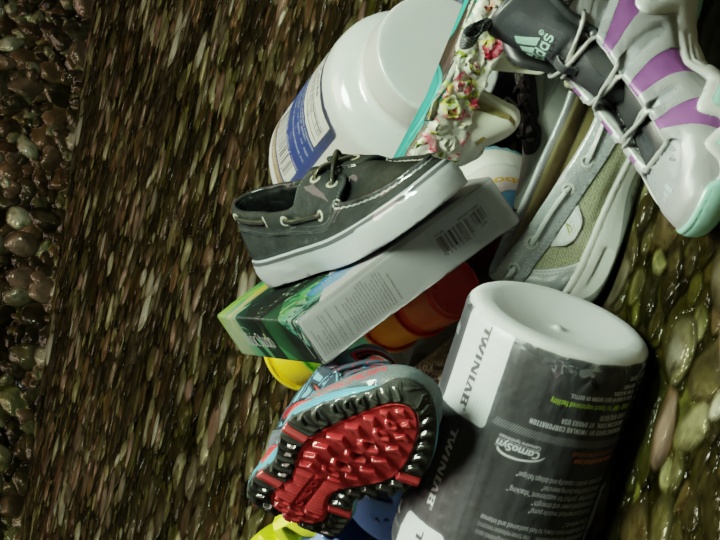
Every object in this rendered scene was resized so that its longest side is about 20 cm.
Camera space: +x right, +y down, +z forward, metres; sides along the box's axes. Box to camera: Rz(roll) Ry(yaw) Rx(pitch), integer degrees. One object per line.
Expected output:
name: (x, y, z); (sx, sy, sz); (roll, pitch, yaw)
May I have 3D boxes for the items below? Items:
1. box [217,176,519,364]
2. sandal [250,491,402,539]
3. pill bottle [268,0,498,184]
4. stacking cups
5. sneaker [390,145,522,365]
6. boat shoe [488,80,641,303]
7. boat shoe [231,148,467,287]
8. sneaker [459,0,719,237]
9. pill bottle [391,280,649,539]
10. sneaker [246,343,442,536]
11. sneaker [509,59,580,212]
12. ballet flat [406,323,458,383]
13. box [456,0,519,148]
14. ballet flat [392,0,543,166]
box: (0.000, 0.000, 1.504); (0.144, 0.036, 0.200); (-36, 8, -14)
sandal: (0.017, 0.145, 1.518); (0.079, 0.087, 0.200); (-24, -19, -50)
pill bottle: (0.018, -0.102, 1.639); (0.200, 0.110, 0.112); (134, 146, -63)
stacking cups: (0.011, 0.028, 1.597); (0.200, 0.060, 0.061); (-25, 52, 55)
sneaker: (0.059, 0.019, 1.616); (0.081, 0.076, 0.201); (-97, 23, -51)
boat shoe: (0.131, -0.081, 1.448); (0.074, 0.064, 0.203); (-126, 50, -71)
boat shoe: (-0.014, -0.038, 1.462); (0.069, 0.057, 0.200); (-39, 10, -34)
sneaker: (0.120, -0.107, 1.334); (0.078, 0.139, 0.201); (118, 150, -49)
pill bottle: (0.080, 0.116, 1.387); (0.106, 0.106, 0.201); (-114, 40, -67)
sneaker: (-0.008, 0.076, 1.397); (0.200, 0.079, 0.096); (-40, 28, 61)
sneaker: (0.115, -0.123, 1.522); (0.074, 0.079, 0.201); (-175, 96, -76)
ballet flat: (0.035, 0.084, 1.585); (0.200, 0.068, 0.076); (-38, 41, 34)
box: (0.100, -0.190, 1.698); (0.161, 0.049, 0.201); (133, 146, -59)
ballet flat: (0.074, -0.117, 1.468); (0.076, 0.064, 0.201); (-65, 0, -70)
